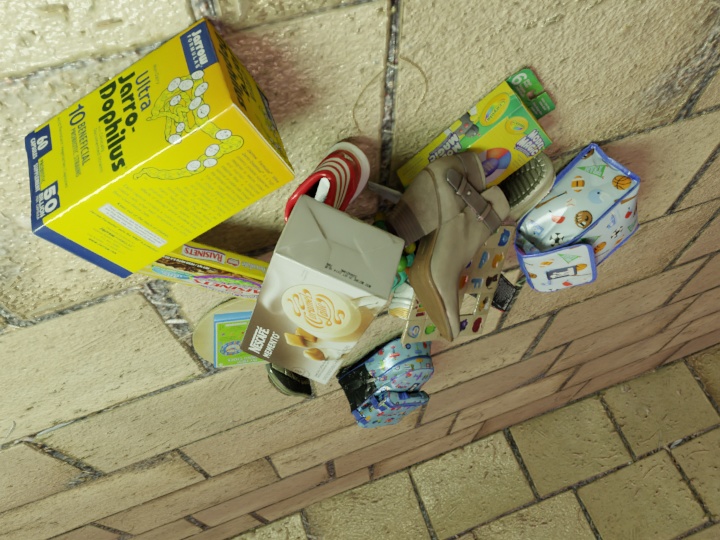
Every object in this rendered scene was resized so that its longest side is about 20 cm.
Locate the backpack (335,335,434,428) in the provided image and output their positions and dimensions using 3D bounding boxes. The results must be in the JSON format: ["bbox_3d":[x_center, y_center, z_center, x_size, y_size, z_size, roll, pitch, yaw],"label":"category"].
[{"bbox_3d":[0.077,0.231,1.228,0.200,0.136,0.181,-41,148,24],"label":"backpack"}]

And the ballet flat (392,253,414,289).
[{"bbox_3d":[0.033,0.009,0.879,0.070,0.067,0.200,-45,-178,-26],"label":"ballet flat"}]

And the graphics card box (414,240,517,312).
[{"bbox_3d":[0.161,-0.002,0.901,0.199,0.125,0.051,28,93,-55],"label":"graphics card box"}]

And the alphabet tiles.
[{"bbox_3d":[0.138,0.000,0.767,0.165,0.008,0.203,-1,111,-39],"label":"alphabet tiles"}]

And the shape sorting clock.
[{"bbox_3d":[-0.168,0.099,0.918,0.197,0.040,0.202,-12,140,-10],"label":"shape sorting clock"}]

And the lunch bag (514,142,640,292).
[{"bbox_3d":[0.334,-0.061,0.896,0.200,0.124,0.170,-42,147,3],"label":"lunch bag"}]

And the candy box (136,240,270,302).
[{"bbox_3d":[-0.168,0.003,0.687,0.197,0.027,0.102,16,159,-27],"label":"candy box"}]

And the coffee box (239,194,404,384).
[{"bbox_3d":[-0.048,0.030,0.598,0.113,0.080,0.201,24,142,-7],"label":"coffee box"}]

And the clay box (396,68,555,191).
[{"bbox_3d":[0.156,-0.153,0.725,0.199,0.048,0.114,-37,149,25],"label":"clay box"}]

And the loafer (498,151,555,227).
[{"bbox_3d":[0.212,-0.102,0.833,0.067,0.077,0.200,-3,155,-34],"label":"loafer"}]

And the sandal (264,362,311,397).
[{"bbox_3d":[-0.143,0.206,1.086,0.056,0.081,0.201,-11,153,8],"label":"sandal"}]

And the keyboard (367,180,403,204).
[{"bbox_3d":[0.085,-0.083,0.790,0.199,0.056,0.011,20,90,-52],"label":"keyboard"}]

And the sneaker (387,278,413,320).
[{"bbox_3d":[0.093,0.033,0.943,0.074,0.089,0.200,16,-178,3],"label":"sneaker"}]

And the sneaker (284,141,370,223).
[{"bbox_3d":[-0.067,-0.049,0.659,0.116,0.078,0.202,-46,164,-52],"label":"sneaker"}]

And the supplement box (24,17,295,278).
[{"bbox_3d":[-0.177,-0.100,0.505,0.198,0.110,0.110,-29,151,9],"label":"supplement box"}]

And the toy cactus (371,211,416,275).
[{"bbox_3d":[0.000,0.000,0.704,0.199,0.103,0.165,-41,163,10],"label":"toy cactus"}]

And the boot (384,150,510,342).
[{"bbox_3d":[0.119,-0.034,0.681,0.145,0.070,0.202,-34,115,-15],"label":"boot"}]
